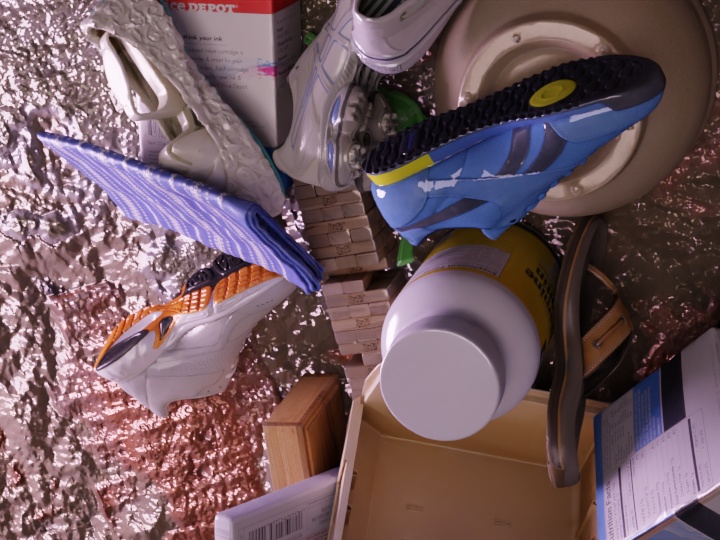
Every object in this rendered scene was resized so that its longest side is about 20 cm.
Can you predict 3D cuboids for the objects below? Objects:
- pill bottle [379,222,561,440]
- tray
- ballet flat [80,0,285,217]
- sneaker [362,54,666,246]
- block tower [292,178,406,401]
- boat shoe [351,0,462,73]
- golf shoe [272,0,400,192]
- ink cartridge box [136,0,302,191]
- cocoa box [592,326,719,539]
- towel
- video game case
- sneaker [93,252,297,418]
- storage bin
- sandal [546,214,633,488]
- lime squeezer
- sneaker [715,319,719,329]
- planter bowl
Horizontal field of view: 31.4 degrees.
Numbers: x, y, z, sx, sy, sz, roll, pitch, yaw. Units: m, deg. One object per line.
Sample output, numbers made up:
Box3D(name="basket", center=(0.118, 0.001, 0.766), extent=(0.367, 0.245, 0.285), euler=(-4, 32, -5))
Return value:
Box3D(name="pill bottle", center=(0.079, 0.041, 0.912), extent=(0.112, 0.200, 0.112), euler=(6, 112, 16))
Box3D(name="tray", center=(-0.033, 0.197, 1.062), extent=(0.037, 0.099, 0.200), euler=(-3, 109, 18))
Box3D(name="ballet flat", center=(-0.134, -0.111, 0.920), extent=(0.072, 0.072, 0.200), euler=(-31, 96, 25))
Box3D(name="sneaker", center=(0.101, -0.070, 0.796), extent=(0.200, 0.066, 0.078), euler=(-20, 116, 26))
Box3D(name="block tower", center=(0.000, 0.000, 1.003), extent=(0.058, 0.054, 0.200), euler=(-8, 107, 19))
Box3D(name="boat shoe", center=(0.060, -0.221, 0.839), extent=(0.074, 0.067, 0.200), euler=(25, 77, 15))
Box3D(name="golf shoe", center=(-0.015, -0.156, 0.914), extent=(0.097, 0.078, 0.200), euler=(7, 78, 37))
Box3D(name="ink cartridge box", center=(-0.107, -0.163, 0.968), extent=(0.116, 0.067, 0.200), euler=(6, 112, 16))
Box3D(name="cocoa box", center=(0.278, 0.160, 0.889), extent=(0.200, 0.133, 0.131), euler=(29, 130, -19))
Box3D(name="towel", center=(-0.132, -0.043, 0.959), extent=(0.200, 0.145, 0.024), euler=(20, 77, 26))
Box3D(name="video game case", center=(-0.037, 0.251, 0.997), extent=(0.022, 0.200, 0.183), euler=(7, 101, 37))
Box3D(name="sneaker", center=(-0.120, 0.053, 1.062), extent=(0.200, 0.076, 0.092), euler=(-29, 118, 23))
Box3D(name="storage bin", center=(0.079, 0.186, 0.939), extent=(0.198, 0.200, 0.094), euler=(11, 141, -1))
Box3D(name="sandal", center=(0.168, 0.058, 0.920), extent=(0.055, 0.082, 0.200), euler=(3, 67, 17))
Box3D(name="lime squeezer", center=(0.023, -0.098, 0.957), extent=(0.071, 0.038, 0.200), euler=(-19, 71, -8))
Box3D(name="sneaker", center=(0.301, 0.017, 0.914), extent=(0.079, 0.075, 0.200), euler=(7, 121, 5))
Box3D(name="planter bowl", center=(0.138, -0.121, 0.871), extent=(0.200, 0.135, 0.200), euler=(6, 112, 15))
